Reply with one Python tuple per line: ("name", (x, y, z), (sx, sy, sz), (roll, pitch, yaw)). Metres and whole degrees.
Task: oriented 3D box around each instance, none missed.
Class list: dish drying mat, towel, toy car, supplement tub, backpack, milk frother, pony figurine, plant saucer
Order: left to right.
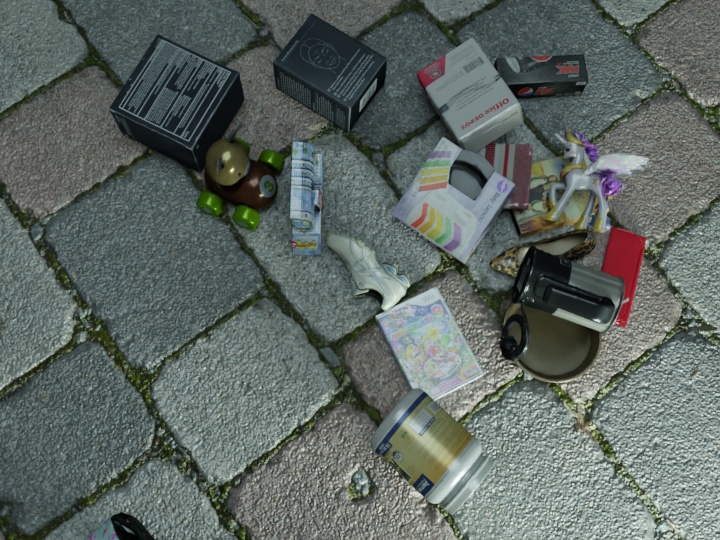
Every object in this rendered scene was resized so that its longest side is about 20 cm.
("backpack", (-0.396, 0.519, 1.495), (0.126, 0.167, 0.200), (-40, 70, -9))
("toy car", (-0.245, -0.205, 1.723), (0.156, 0.200, 0.166), (20, 71, 5))
("supplement tub", (0.131, 0.329, 1.582), (0.200, 0.145, 0.144), (41, 74, 12))
("towel", (0.256, -0.197, 1.814), (0.197, 0.023, 0.146), (3, 71, 15))
("plant saucer", (0.378, 0.126, 1.723), (0.197, 0.030, 0.203), (1, 71, -3))
("milk frother", (0.381, 0.087, 1.665), (0.186, 0.202, 0.181), (19, 31, 0))
("pony figurine", (0.470, -0.181, 1.749), (0.191, 0.166, 0.202), (12, 87, 11))
("dish drying mat", (0.529, 0.010, 1.774), (0.076, 0.018, 0.202), (17, 71, 5))

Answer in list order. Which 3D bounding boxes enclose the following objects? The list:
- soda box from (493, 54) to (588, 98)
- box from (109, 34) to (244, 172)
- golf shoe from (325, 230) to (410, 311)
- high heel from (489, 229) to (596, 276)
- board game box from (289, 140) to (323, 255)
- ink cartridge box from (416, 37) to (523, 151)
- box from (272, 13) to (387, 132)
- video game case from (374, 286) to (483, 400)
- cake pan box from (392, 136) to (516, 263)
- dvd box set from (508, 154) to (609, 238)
("soda box", (0.390, -0.423, 1.896), (0.197, 0.063, 0.072), (-4, 71, -4))
("box", (-0.376, -0.345, 1.808), (0.197, 0.123, 0.201), (26, 74, 8))
("golf shoe", (0.000, 0.000, 1.729), (0.199, 0.078, 0.098), (35, 77, 10))
("high heel", (0.361, -0.043, 1.720), (0.197, 0.143, 0.072), (-6, 71, -4))
("board game box", (-0.106, -0.136, 1.731), (0.061, 0.200, 0.203), (1, 85, -1))
("ink cartridge box", (0.230, -0.362, 1.823), (0.144, 0.084, 0.201), (-31, 63, 6))
("box", (-0.065, -0.421, 1.855), (0.199, 0.107, 0.149), (33, 73, 8))
("video game case", (0.134, 0.149, 1.711), (0.142, 0.018, 0.201), (-25, 73, -10))
("cake pan box", (0.192, -0.145, 1.769), (0.183, 0.052, 0.201), (36, 91, 10))
("dvd box set", (0.403, -0.161, 1.823), (0.198, 0.029, 0.148), (-14, 72, -6))
